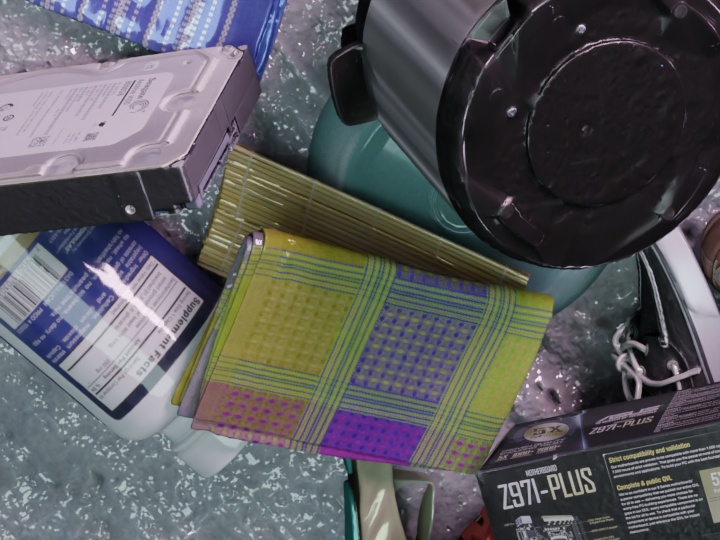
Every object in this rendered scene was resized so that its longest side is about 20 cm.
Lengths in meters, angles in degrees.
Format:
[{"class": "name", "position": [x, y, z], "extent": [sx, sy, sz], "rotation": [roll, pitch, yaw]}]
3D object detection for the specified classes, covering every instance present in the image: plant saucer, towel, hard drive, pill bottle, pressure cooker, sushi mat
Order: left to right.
[{"class": "hard drive", "position": [-0.168, -0.073, 1.135], "extent": [0.198, 0.140, 0.038], "rotation": [-4, 123, 19]}, {"class": "pill bottle", "position": [-0.144, 0.032, 1.206], "extent": [0.200, 0.111, 0.111], "rotation": [42, 112, -10]}, {"class": "towel", "position": [-0.131, -0.203, 1.153], "extent": [0.198, 0.024, 0.146], "rotation": [21, 113, -1]}, {"class": "sushi mat", "position": [0.000, 0.000, 1.188], "extent": [0.198, 0.012, 0.096], "rotation": [24, 124, 4]}, {"class": "towel", "position": [0.002, 0.050, 1.152], "extent": [0.198, 0.023, 0.145], "rotation": [12, 122, -18]}, {"class": "plant saucer", "position": [0.063, -0.045, 1.186], "extent": [0.198, 0.036, 0.202], "rotation": [3, 114, 7]}, {"class": "pressure cooker", "position": [0.092, -0.116, 1.050], "extent": [0.175, 0.200, 0.180], "rotation": [23, 106, -31]}]

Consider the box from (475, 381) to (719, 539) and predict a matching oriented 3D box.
[{"class": "box", "position": [0.187, 0.158, 1.126], "extent": [0.198, 0.086, 0.165], "rotation": [-15, 99, 23]}]

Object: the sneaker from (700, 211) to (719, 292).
[{"class": "sneaker", "position": [0.298, 0.004, 1.151], "extent": [0.198, 0.076, 0.071], "rotation": [1, 113, 8]}]

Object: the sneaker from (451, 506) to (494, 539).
[{"class": "sneaker", "position": [0.103, 0.175, 1.254], "extent": [0.200, 0.098, 0.071], "rotation": [-43, 77, -2]}]

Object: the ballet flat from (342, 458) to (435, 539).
[{"class": "ballet flat", "position": [0.013, 0.124, 1.254], "extent": [0.069, 0.070, 0.202], "rotation": [-3, 115, 9]}]

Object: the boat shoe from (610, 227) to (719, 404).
[{"class": "boat shoe", "position": [0.187, 0.055, 1.189], "extent": [0.067, 0.074, 0.201], "rotation": [-20, 116, 4]}]
